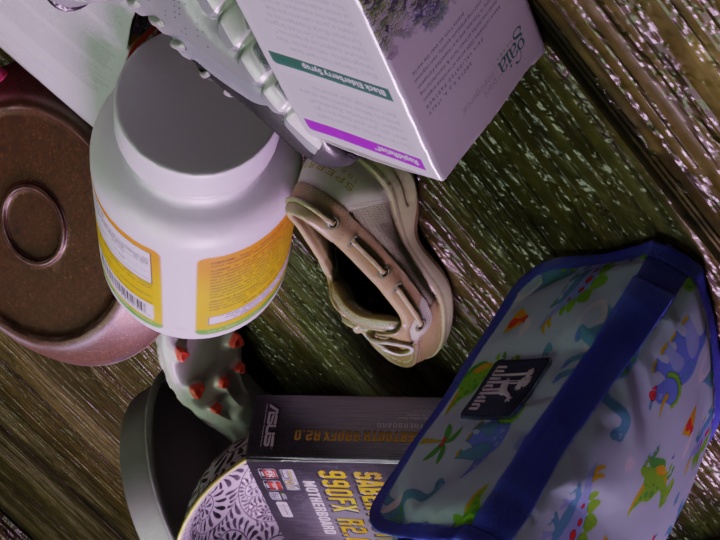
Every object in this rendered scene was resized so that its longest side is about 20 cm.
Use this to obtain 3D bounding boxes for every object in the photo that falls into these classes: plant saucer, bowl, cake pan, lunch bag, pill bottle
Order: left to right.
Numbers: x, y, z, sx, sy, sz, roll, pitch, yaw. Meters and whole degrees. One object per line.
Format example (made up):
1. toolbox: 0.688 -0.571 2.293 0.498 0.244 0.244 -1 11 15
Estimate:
1. plant saucer: -0.196 -0.031 1.062 0.199 0.034 0.201 10 110 28
2. pill bottle: -0.088 -0.046 0.905 0.111 0.111 0.200 36 159 8
3. cake pan: -0.130 0.173 1.346 0.037 0.201 0.201 -19 130 18
4. bowl: -0.051 0.181 1.268 0.201 0.200 0.094 53 -177 -33
5. lunch bag: 0.092 0.093 0.802 0.127 0.170 0.200 31 159 11

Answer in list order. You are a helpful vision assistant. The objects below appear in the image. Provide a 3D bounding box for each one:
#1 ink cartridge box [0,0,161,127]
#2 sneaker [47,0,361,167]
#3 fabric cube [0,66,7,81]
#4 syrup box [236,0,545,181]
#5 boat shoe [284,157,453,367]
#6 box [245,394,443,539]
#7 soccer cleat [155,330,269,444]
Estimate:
1. ink cartridge box: -0.149 -0.152 0.880 0.109 0.050 0.200 41 159 -1
2. sneaker: -0.081 -0.122 0.750 0.115 0.075 0.200 -18 113 40
3. fabric cube: -0.363 -0.149 0.991 0.200 0.200 0.196 53 170 -32
4. syrup box: -0.006 -0.133 0.630 0.081 0.079 0.200 22 154 37
5. boat shoe: 0.002 0.001 0.917 0.073 0.063 0.201 30 158 23
6. box: 0.023 0.150 1.112 0.157 0.049 0.200 1 148 11
7. soccer cleat: -0.114 0.082 1.287 0.077 0.069 0.200 27 159 38
